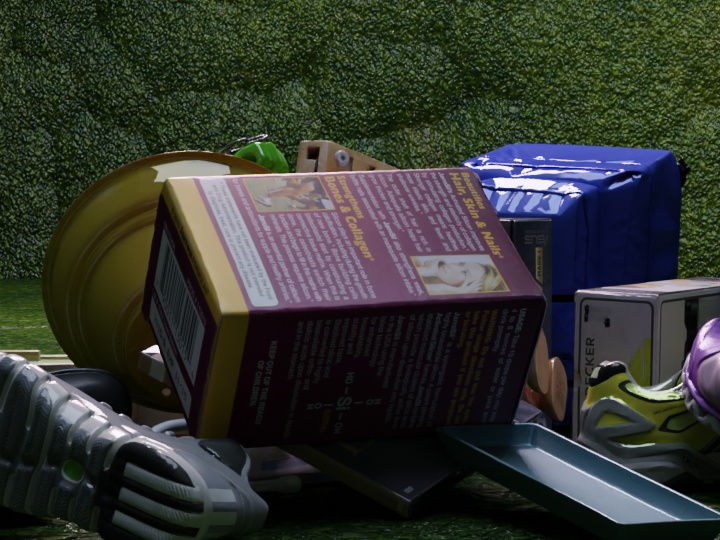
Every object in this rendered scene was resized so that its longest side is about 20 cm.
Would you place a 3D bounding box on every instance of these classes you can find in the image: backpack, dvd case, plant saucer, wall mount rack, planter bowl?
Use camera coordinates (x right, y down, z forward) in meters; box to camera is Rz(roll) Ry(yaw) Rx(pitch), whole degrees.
[{"bbox_3d":[0.143,0.017,1.694,0.161,0.202,0.167,7,16,32],"label":"backpack"},{"bbox_3d":[-0.011,0.071,1.358,0.199,0.016,0.148,26,31,26],"label":"dvd case"},{"bbox_3d":[0.116,0.115,1.229,0.069,0.019,0.200,0,10,-26],"label":"plant saucer"},{"bbox_3d":[-0.026,0.100,1.385,0.199,0.075,0.174,-3,35,-26],"label":"wall mount rack"},{"bbox_3d":[-0.110,0.030,1.487,0.199,0.202,0.084,-1,30,-6],"label":"planter bowl"}]

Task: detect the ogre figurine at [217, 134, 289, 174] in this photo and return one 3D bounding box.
[{"bbox_3d":[-0.099,-0.015,1.573,0.119,0.099,0.200,-16,-11,-4],"label":"ogre figurine"}]

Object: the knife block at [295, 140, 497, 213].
[{"bbox_3d":[0.000,0.000,1.485,0.199,0.064,0.175,21,-29,-30],"label":"knife block"}]

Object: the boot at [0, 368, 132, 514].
[{"bbox_3d":[-0.198,0.100,1.356,0.164,0.066,0.200,-15,1,-17],"label":"boot"}]

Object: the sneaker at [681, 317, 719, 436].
[{"bbox_3d":[0.233,0.063,1.269,0.080,0.089,0.200,-2,23,-5],"label":"sneaker"}]

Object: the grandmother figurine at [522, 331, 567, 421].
[{"bbox_3d":[0.036,0.085,1.523,0.198,0.061,0.122,-8,-45,21],"label":"grandmother figurine"}]

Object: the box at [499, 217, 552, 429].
[{"bbox_3d":[0.046,0.041,1.621,0.199,0.159,0.051,3,4,42],"label":"box"}]

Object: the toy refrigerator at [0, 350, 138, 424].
[{"bbox_3d":[-0.259,0.091,1.599,0.198,0.071,0.076,-1,3,1],"label":"toy refrigerator"}]

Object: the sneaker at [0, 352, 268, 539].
[{"bbox_3d":[-0.131,0.103,1.223,0.199,0.076,0.115,26,10,35],"label":"sneaker"}]

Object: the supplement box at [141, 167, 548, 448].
[{"bbox_3d":[-0.012,0.019,1.311,0.198,0.104,0.131,-2,38,-20],"label":"supplement box"}]

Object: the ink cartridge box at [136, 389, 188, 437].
[{"bbox_3d":[-0.106,0.075,1.719,0.146,0.084,0.200,1,4,31],"label":"ink cartridge box"}]

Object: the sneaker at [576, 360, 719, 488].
[{"bbox_3d":[0.230,0.091,1.375,0.198,0.077,0.075,0,1,-11],"label":"sneaker"}]

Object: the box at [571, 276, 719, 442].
[{"bbox_3d":[0.209,0.067,1.501,0.060,0.118,0.199,3,3,32],"label":"box"}]
